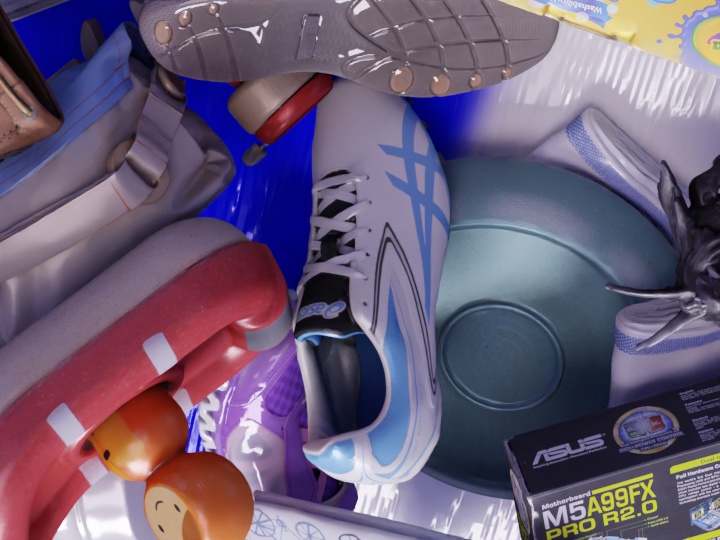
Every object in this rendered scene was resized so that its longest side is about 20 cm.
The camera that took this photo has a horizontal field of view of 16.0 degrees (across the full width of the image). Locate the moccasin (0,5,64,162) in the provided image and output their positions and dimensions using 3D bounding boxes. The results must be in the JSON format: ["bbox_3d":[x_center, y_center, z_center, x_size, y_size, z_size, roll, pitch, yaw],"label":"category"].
[{"bbox_3d":[-0.193,-0.146,1.145,0.077,0.074,0.203,-23,90,15],"label":"moccasin"}]

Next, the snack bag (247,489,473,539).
[{"bbox_3d":[0.040,0.201,1.278,0.187,0.021,0.201,9,133,34],"label":"snack bag"}]

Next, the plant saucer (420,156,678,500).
[{"bbox_3d":[0.072,0.038,1.277,0.198,0.027,0.201,7,123,11],"label":"plant saucer"}]

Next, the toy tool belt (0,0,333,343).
[{"bbox_3d":[-0.124,-0.067,1.215,0.200,0.125,0.123,-42,91,4],"label":"toy tool belt"}]

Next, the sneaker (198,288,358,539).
[{"bbox_3d":[-0.037,0.100,1.320,0.088,0.080,0.201,28,131,19],"label":"sneaker"}]

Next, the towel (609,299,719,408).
[{"bbox_3d":[0.193,0.087,1.266,0.146,0.024,0.201,-10,127,-11],"label":"towel"}]

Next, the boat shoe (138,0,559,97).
[{"bbox_3d":[-0.004,-0.131,1.181,0.198,0.072,0.076,4,141,-17],"label":"boat shoe"}]

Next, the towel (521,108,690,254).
[{"bbox_3d":[0.098,0.023,1.289,0.147,0.024,0.200,42,120,-14],"label":"towel"}]

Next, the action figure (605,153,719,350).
[{"bbox_3d":[0.211,-0.024,1.150,0.199,0.102,0.119,-33,106,-8],"label":"action figure"}]

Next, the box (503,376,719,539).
[{"bbox_3d":[0.178,0.125,1.239,0.198,0.044,0.161,-16,128,-4],"label":"box"}]

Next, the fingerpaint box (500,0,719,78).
[{"bbox_3d":[0.128,-0.188,1.121,0.199,0.074,0.168,19,122,0],"label":"fingerpaint box"}]

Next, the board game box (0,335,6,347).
[{"bbox_3d":[-0.195,0.019,1.338,0.125,0.035,0.201,-12,118,18],"label":"board game box"}]

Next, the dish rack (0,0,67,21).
[{"bbox_3d":[-0.170,-0.194,1.195,0.199,0.044,0.172,-17,118,22],"label":"dish rack"}]

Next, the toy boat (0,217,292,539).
[{"bbox_3d":[-0.100,0.080,1.179,0.200,0.131,0.131,-38,77,-8],"label":"toy boat"}]

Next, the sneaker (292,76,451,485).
[{"bbox_3d":[0.000,0.000,1.210,0.071,0.202,0.072,-13,164,35],"label":"sneaker"}]

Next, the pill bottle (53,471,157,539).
[{"bbox_3d":[-0.203,0.103,1.305,0.198,0.113,0.113,-3,121,12],"label":"pill bottle"}]
